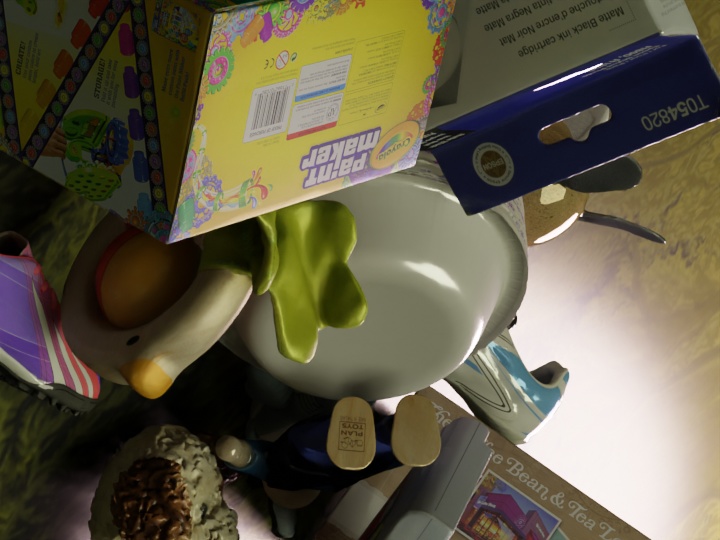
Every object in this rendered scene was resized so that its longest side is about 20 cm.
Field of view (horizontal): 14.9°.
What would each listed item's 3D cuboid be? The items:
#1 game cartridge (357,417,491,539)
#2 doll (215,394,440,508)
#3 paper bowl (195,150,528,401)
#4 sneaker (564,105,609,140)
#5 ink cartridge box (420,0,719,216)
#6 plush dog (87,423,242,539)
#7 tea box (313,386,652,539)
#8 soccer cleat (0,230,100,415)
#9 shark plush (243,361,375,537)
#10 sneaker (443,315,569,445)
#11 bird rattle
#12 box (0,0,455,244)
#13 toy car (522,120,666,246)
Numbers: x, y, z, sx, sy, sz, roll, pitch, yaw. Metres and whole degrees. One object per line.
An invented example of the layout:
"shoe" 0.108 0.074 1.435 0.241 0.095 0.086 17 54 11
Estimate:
"game cartridge" 0.007 0.191 1.689 0.200 0.041 0.133 -55 -175 32
"doll" -0.022 0.111 1.677 0.136 0.200 0.049 -1 79 -17
"paper bowl" 0.000 0.000 1.617 0.201 0.200 0.105 78 6 -50
"sneaker" 0.093 -0.043 1.877 0.200 0.071 0.099 -39 146 -23
"ink cartridge box" 0.074 -0.138 1.459 0.041 0.199 0.201 -33 98 -48
"plush dog" -0.125 0.178 1.688 0.200 0.160 0.173 -57 154 -78
"tea box" 0.082 0.197 1.871 0.134 0.200 0.197 -54 173 -12
"soccer cleat" -0.188 0.021 1.494 0.073 0.068 0.200 -61 149 -8
"shark plush" -0.037 0.110 1.778 0.091 0.083 0.200 -31 151 -52
"sneaker" 0.055 0.037 1.814 0.200 0.072 0.073 39 81 -23
"bird rattle" -0.101 -0.017 1.473 0.163 0.200 0.113 -48 137 -5
"box" -0.090 -0.125 1.388 0.200 0.192 0.122 -19 130 -49
"toy car" 0.098 -0.078 1.706 0.158 0.199 0.164 -60 151 -15
